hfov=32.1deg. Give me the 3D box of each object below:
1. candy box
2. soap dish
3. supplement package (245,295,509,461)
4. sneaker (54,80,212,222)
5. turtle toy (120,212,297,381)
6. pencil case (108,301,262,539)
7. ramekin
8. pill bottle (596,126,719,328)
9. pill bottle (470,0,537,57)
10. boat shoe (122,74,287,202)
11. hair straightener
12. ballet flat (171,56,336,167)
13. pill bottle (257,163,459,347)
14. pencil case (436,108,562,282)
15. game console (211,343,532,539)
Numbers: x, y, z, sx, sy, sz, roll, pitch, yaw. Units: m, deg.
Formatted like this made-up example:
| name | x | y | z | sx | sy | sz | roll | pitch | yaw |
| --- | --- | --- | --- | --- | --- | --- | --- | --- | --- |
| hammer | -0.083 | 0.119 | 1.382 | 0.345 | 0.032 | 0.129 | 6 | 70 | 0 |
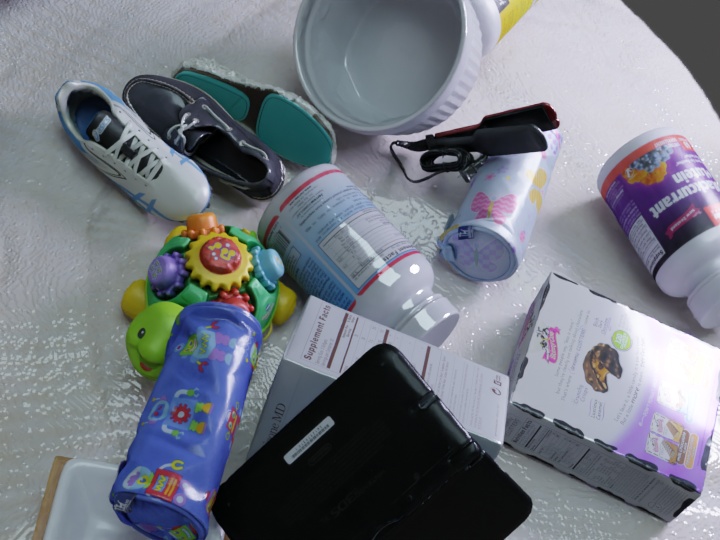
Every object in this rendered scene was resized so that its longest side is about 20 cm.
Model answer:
| name | x | y | z | sx | sy | sz | roll | pitch | yaw |
| --- | --- | --- | --- | --- | --- | --- | --- | --- | --- |
| candy box | 0.242 | 0.120 | 1.215 | 0.198 | 0.072 | 0.169 | 25 | 53 | 1 |
| soap dish | -0.189 | 0.258 | 0.988 | 0.155 | 0.082 | 0.202 | 12 | 54 | -7 |
| supplement package | 0.017 | 0.129 | 1.094 | 0.197 | 0.118 | 0.118 | 21 | 28 | 0 |
| sneaker | -0.229 | -0.116 | 1.235 | 0.199 | 0.072 | 0.072 | 39 | 93 | 18 |
| turtle toy | -0.146 | 0.028 | 1.148 | 0.144 | 0.102 | 0.201 | 29 | 53 | 5 |
| pencil case | -0.139 | 0.121 | 1.000 | 0.085 | 0.079 | 0.202 | 6 | 53 | 11 |
| ramekin | 0.038 | -0.239 | 1.334 | 0.201 | 0.200 | 0.105 | 49 | 16 | 19 |
| pill bottle | 0.346 | -0.044 | 1.334 | 0.110 | 0.112 | 0.202 | -15 | 61 | -24 |
| pill bottle | 0.132 | -0.315 | 1.463 | 0.111 | 0.112 | 0.200 | 34 | 54 | 10 |
| boat shoe | -0.162 | -0.141 | 1.271 | 0.199 | 0.063 | 0.073 | 34 | 91 | 6 |
| hair straightener | 0.108 | -0.129 | 1.303 | 0.198 | 0.041 | 0.077 | -2 | 44 | 36 |
| ballet flat | -0.106 | -0.177 | 1.328 | 0.198 | 0.072 | 0.072 | 28 | 53 | 4 |
| pill bottle | 0.000 | 0.000 | 1.206 | 0.108 | 0.109 | 0.200 | -32 | 70 | -32 |
| pencil case | 0.150 | -0.081 | 1.323 | 0.090 | 0.084 | 0.201 | -5 | 43 | 36 |
| game console | 0.011 | 0.190 | 1.015 | 0.200 | 0.116 | 0.176 | -42 | 75 | 2 |
